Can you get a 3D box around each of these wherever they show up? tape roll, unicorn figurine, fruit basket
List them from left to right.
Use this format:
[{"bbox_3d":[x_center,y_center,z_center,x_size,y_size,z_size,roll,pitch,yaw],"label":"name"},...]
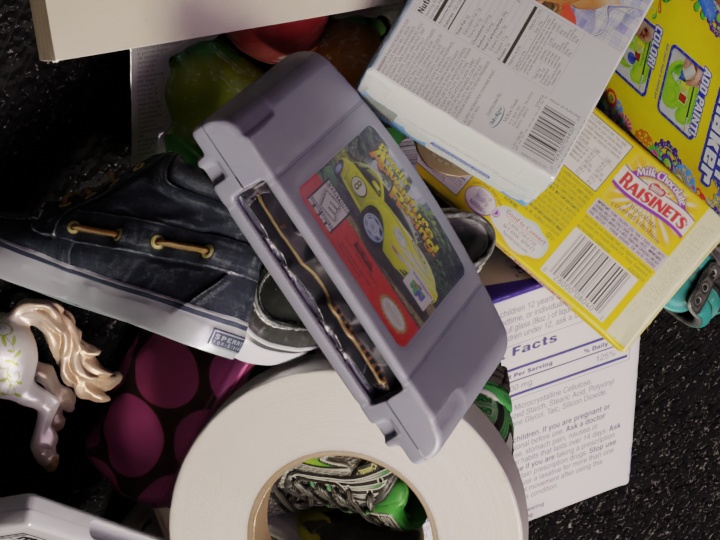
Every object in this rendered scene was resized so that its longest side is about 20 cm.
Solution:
[{"bbox_3d":[-0.243,0.081,1.155,0.200,0.074,0.137,-42,134,-21],"label":"unicorn figurine"},{"bbox_3d":[-0.047,-0.124,1.116,0.185,0.094,0.200,-14,117,-27],"label":"fruit basket"},{"bbox_3d":[-0.007,0.145,1.127,0.203,0.203,0.037,-56,180,17],"label":"tape roll"}]

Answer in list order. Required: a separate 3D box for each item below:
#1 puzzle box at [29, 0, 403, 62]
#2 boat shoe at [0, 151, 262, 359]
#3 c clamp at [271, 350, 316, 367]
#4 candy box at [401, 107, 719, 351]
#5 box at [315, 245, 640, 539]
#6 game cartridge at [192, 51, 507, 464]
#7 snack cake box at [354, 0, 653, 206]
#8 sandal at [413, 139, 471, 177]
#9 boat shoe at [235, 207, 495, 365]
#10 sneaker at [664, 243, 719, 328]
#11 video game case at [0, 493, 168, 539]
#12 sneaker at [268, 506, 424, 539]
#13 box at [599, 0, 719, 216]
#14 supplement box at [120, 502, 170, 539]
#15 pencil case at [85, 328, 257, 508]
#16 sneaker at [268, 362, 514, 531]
[{"bbox_3d":[-0.076,-0.185,1.021,0.200,0.025,0.133,-13,101,-27],"label":"puzzle box"},{"bbox_3d":[-0.131,-0.022,1.073,0.071,0.200,0.091,27,82,-60],"label":"boat shoe"},{"bbox_3d":[0.029,0.043,1.351,0.200,0.027,0.171,-5,123,-32],"label":"c clamp"},{"bbox_3d":[0.113,-0.053,1.210,0.102,0.200,0.026,-49,180,-5],"label":"candy box"},{"bbox_3d":[0.075,0.066,1.305,0.184,0.105,0.200,-18,130,-21],"label":"box"},{"bbox_3d":[0.001,-0.013,1.035,0.041,0.133,0.200,-29,100,26],"label":"game cartridge"},{"bbox_3d":[0.094,-0.151,1.089,0.200,0.115,0.067,-60,-178,-13],"label":"snack cake box"},{"bbox_3d":[0.082,-0.148,1.166,0.078,0.070,0.212,21,83,-10],"label":"sandal"},{"bbox_3d":[0.001,0.003,1.123,0.068,0.074,0.199,-21,172,43],"label":"boat shoe"},{"bbox_3d":[0.230,-0.033,1.390,0.121,0.084,0.200,-36,141,-19],"label":"sneaker"},{"bbox_3d":[-0.202,0.172,1.198,0.200,0.022,0.182,-12,153,35],"label":"video game case"},{"bbox_3d":[-0.029,0.164,1.253,0.074,0.200,0.085,-32,124,-22],"label":"sneaker"},{"bbox_3d":[0.253,-0.149,1.215,0.200,0.193,0.122,-13,132,-26],"label":"box"},{"bbox_3d":[-0.077,0.206,1.356,0.200,0.074,0.126,5,138,-39],"label":"supplement box"},{"bbox_3d":[-0.091,0.052,1.213,0.091,0.094,0.200,-1,127,-46],"label":"pencil case"},{"bbox_3d":[-0.007,0.112,1.171,0.200,0.085,0.078,-19,146,18],"label":"sneaker"}]
